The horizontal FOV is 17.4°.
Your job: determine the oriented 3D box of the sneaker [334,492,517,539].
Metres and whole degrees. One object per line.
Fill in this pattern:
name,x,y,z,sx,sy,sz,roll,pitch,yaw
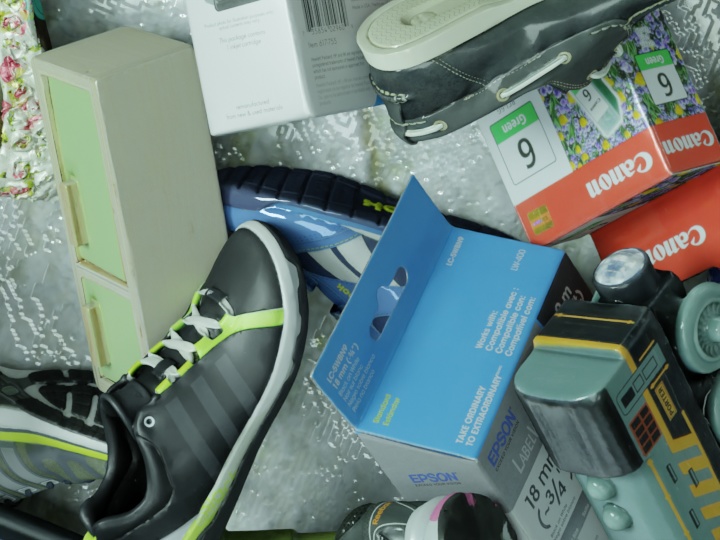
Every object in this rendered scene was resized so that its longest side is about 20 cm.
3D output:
sneaker,0.048,0.185,1.195,0.086,0.080,0.200,5,128,35

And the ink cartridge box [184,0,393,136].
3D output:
ink cartridge box,-0.035,-0.176,1.168,0.068,0.116,0.201,-7,95,36

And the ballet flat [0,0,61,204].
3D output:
ballet flat,-0.201,-0.129,1.290,0.064,0.076,0.201,-14,104,-12

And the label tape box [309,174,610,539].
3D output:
label tape box,0.073,0.067,1.208,0.063,0.144,0.200,-6,133,37

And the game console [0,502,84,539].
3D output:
game console,-0.250,0.195,1.392,0.199,0.031,0.177,21,129,2

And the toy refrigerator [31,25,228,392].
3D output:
toy refrigerator,-0.121,-0.024,1.284,0.070,0.076,0.201,-23,116,-29

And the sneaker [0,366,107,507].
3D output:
sneaker,-0.193,0.103,1.370,0.199,0.074,0.081,10,118,13

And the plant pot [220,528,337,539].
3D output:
plant pot,0.028,0.218,1.312,0.189,0.200,0.201,-12,104,0

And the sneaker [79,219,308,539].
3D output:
sneaker,-0.092,0.067,1.239,0.083,0.072,0.201,16,95,-37

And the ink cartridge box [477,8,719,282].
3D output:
ink cartridge box,0.125,-0.064,1.217,0.109,0.050,0.201,-30,79,46

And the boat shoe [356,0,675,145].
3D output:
boat shoe,0.099,-0.123,1.149,0.199,0.072,0.068,-22,119,-3

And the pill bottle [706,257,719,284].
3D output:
pill bottle,0.241,-0.053,1.219,0.111,0.111,0.201,6,107,8

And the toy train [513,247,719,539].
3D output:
toy train,0.153,0.087,1.198,0.085,0.114,0.200,8,136,45

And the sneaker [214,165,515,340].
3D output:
sneaker,0.000,0.000,1.298,0.199,0.074,0.082,21,111,4
